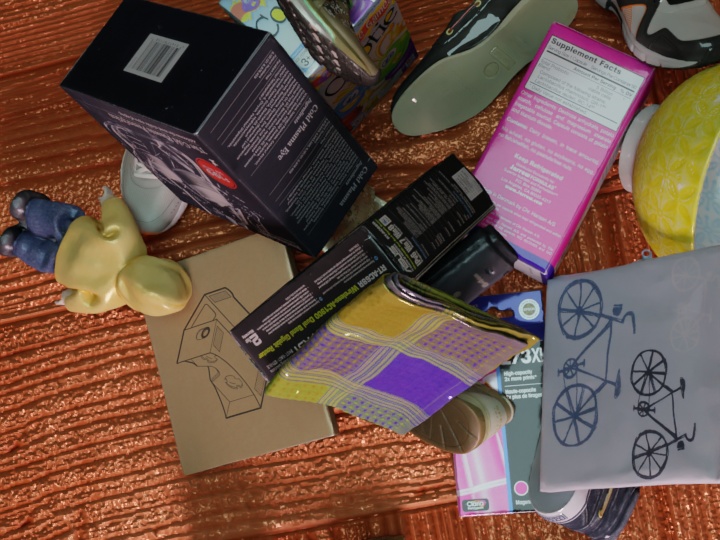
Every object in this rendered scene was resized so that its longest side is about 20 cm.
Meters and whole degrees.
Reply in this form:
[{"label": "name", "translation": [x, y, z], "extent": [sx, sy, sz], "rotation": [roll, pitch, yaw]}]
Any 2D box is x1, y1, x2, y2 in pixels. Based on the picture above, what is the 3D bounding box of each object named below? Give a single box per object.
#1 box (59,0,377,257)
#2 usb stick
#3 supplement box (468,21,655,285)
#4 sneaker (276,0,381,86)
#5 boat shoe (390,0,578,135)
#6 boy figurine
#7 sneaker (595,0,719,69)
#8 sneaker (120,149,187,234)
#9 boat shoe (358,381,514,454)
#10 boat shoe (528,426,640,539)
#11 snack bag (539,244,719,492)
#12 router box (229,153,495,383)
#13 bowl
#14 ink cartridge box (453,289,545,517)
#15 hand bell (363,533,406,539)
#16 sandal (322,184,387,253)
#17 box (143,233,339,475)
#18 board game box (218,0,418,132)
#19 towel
[{"label": "box", "translation": [-0.120, -0.123, 0.971], "extent": [0.200, 0.182, 0.104], "rotation": [23, 75, 42]}, {"label": "usb stick", "translation": [0.044, 0.037, 0.960], "extent": [0.200, 0.055, 0.033], "rotation": [-39, 39, 12]}, {"label": "supplement box", "translation": [0.171, -0.101, 1.012], "extent": [0.103, 0.101, 0.200], "rotation": [29, 89, 12]}, {"label": "sneaker", "translation": [-0.029, -0.235, 0.873], "extent": [0.089, 0.077, 0.200], "rotation": [-32, 82, -2]}, {"label": "boat shoe", "translation": [0.107, -0.203, 1.056], "extent": [0.201, 0.074, 0.063], "rotation": [-40, 43, 14]}, {"label": "boy figurine", "translation": [-0.246, -0.016, 1.077], "extent": [0.200, 0.064, 0.125], "rotation": [21, 97, 19]}, {"label": "sneaker", "translation": [0.252, -0.241, 0.972], "extent": [0.074, 0.080, 0.200], "rotation": [-14, 43, -13]}, {"label": "sneaker", "translation": [-0.201, -0.136, 1.084], "extent": [0.076, 0.092, 0.200], "rotation": [6, 85, 11]}, {"label": "boat shoe", "translation": [0.041, 0.101, 1.022], "extent": [0.200, 0.063, 0.073], "rotation": [19, 116, 37]}, {"label": "boat shoe", "translation": [0.209, 0.134, 1.000], "extent": [0.071, 0.091, 0.201], "rotation": [-2, 62, 47]}, {"label": "snack bag", "translation": [0.220, 0.077, 0.894], "extent": [0.200, 0.021, 0.189], "rotation": [-17, 62, 50]}, {"label": "router box", "translation": [0.000, 0.000, 0.950], "extent": [0.062, 0.150, 0.200], "rotation": [51, 132, -2]}, {"label": "bowl", "translation": [0.286, -0.090, 0.964], "extent": [0.108, 0.200, 0.200], "rotation": [23, 88, 38]}, {"label": "ink cartridge box", "translation": [0.128, 0.120, 1.032], "extent": [0.094, 0.037, 0.200], "rotation": [-6, 81, 10]}, {"label": "hand bell", "translation": [-0.051, 0.284, 1.031], "extent": [0.200, 0.104, 0.104], "rotation": [-23, 81, -5]}, {"label": "sandal", "translation": [-0.031, -0.063, 1.059], "extent": [0.212, 0.070, 0.078], "rotation": [43, 92, 11]}, {"label": "box", "translation": [-0.119, 0.078, 1.071], "extent": [0.163, 0.021, 0.200], "rotation": [-18, 82, 18]}, {"label": "board game box", "translation": [-0.029, -0.212, 1.007], "extent": [0.103, 0.200, 0.105], "rotation": [42, 93, 11]}, {"label": "towel", "translation": [0.028, 0.072, 0.897], "extent": [0.143, 0.200, 0.023], "rotation": [22, 50, -25]}]
